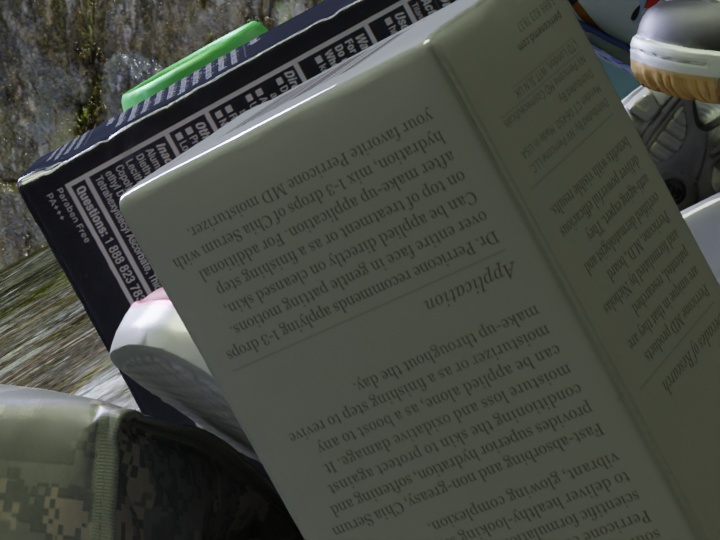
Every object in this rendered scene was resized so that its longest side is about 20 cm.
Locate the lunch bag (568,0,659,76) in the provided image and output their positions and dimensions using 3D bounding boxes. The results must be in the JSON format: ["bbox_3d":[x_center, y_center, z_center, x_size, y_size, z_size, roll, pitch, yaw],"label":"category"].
[{"bbox_3d":[0.114,-0.124,1.154,0.076,0.160,0.200,-60,6,4],"label":"lunch bag"}]

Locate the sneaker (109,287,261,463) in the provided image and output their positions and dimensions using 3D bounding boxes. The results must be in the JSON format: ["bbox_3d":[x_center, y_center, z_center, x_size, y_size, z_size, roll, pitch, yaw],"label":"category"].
[{"bbox_3d":[-0.017,0.010,0.892,0.105,0.075,0.200,-60,-13,-5],"label":"sneaker"}]

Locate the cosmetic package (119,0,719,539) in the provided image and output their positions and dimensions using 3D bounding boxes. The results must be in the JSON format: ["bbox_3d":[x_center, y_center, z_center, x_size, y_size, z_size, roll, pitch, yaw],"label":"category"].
[{"bbox_3d":[0.041,0.040,0.661,0.101,0.201,0.071,-24,9,33],"label":"cosmetic package"}]

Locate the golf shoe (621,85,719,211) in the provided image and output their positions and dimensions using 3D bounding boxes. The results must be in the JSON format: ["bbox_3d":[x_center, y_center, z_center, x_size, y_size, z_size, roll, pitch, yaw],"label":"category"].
[{"bbox_3d":[0.075,0.018,0.994,0.200,0.078,0.097,-53,8,9],"label":"golf shoe"}]

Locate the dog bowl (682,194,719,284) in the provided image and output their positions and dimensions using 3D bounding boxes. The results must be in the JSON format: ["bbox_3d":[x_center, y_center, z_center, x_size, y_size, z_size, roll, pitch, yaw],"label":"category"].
[{"bbox_3d":[0.111,0.037,0.833,0.199,0.079,0.200,-29,7,4],"label":"dog bowl"}]

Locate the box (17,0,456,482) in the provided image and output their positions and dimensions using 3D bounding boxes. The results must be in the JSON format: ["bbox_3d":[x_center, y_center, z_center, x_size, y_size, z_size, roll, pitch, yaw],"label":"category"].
[{"bbox_3d":[0.000,0.000,1.095,0.198,0.201,0.123,-28,7,2],"label":"box"}]

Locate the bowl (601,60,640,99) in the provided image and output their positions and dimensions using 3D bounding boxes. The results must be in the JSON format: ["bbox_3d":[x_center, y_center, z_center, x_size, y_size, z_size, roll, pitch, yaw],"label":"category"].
[{"bbox_3d":[0.167,-0.103,1.509,0.200,0.105,0.201,-28,8,4],"label":"bowl"}]

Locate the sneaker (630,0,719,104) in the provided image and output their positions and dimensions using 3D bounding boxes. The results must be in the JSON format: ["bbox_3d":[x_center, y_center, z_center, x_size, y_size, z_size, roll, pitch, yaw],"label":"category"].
[{"bbox_3d":[0.183,-0.100,0.891,0.199,0.088,0.076,-5,7,21],"label":"sneaker"}]

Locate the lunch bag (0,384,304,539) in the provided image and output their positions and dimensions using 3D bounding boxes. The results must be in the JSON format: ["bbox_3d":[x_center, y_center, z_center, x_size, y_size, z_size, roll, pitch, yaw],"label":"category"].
[{"bbox_3d":[-0.115,0.105,0.949,0.163,0.118,0.200,4,-9,23],"label":"lunch bag"}]

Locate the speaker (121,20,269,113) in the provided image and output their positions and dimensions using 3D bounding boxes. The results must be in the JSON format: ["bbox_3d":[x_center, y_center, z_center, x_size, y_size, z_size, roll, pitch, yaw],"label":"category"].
[{"bbox_3d":[-0.029,-0.009,1.247,0.088,0.201,0.088,-28,8,4],"label":"speaker"}]
